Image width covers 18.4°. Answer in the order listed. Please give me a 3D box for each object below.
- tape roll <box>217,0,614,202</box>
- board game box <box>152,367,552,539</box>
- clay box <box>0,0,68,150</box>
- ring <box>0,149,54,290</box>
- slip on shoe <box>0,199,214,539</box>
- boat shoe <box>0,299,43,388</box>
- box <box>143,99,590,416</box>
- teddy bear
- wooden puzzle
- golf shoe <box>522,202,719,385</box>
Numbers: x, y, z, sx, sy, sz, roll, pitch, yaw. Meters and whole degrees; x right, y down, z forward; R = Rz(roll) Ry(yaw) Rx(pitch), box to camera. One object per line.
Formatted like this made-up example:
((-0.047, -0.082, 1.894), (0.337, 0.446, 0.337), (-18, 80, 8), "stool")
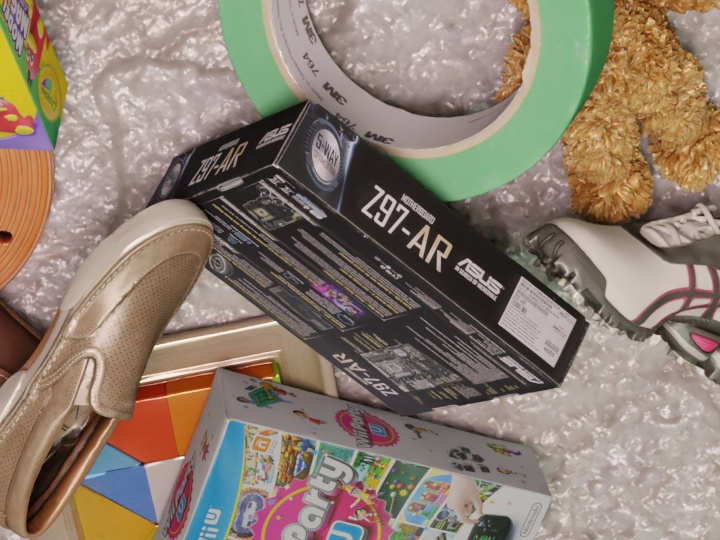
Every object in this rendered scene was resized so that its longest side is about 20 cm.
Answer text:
((0.027, -0.134, 1.127), (0.200, 0.048, 0.201), (10, 118, 19), "tape roll")
((-0.011, 0.153, 1.283), (0.199, 0.064, 0.148), (15, 113, -16), "board game box")
((-0.220, -0.127, 1.069), (0.114, 0.048, 0.200), (3, 155, 8), "clay box")
((-0.267, -0.057, 1.209), (0.200, 0.019, 0.201), (-1, 117, -2), "ring")
((-0.137, 0.053, 1.160), (0.200, 0.061, 0.076), (-48, 150, 9), "slip on shoe")
((-0.232, 0.017, 1.199), (0.200, 0.072, 0.068), (33, 114, -17), "boat shoe")
((0.000, 0.000, 1.185), (0.200, 0.044, 0.160), (37, 155, -20), "box")
((0.134, -0.112, 1.175), (0.144, 0.067, 0.201), (-8, 119, -2), "teddy bear")
((-0.105, 0.123, 1.303), (0.199, 0.037, 0.186), (-9, 118, 2), "wooden puzzle")
((0.162, -0.005, 1.206), (0.200, 0.077, 0.088), (21, 109, -51), "golf shoe")
